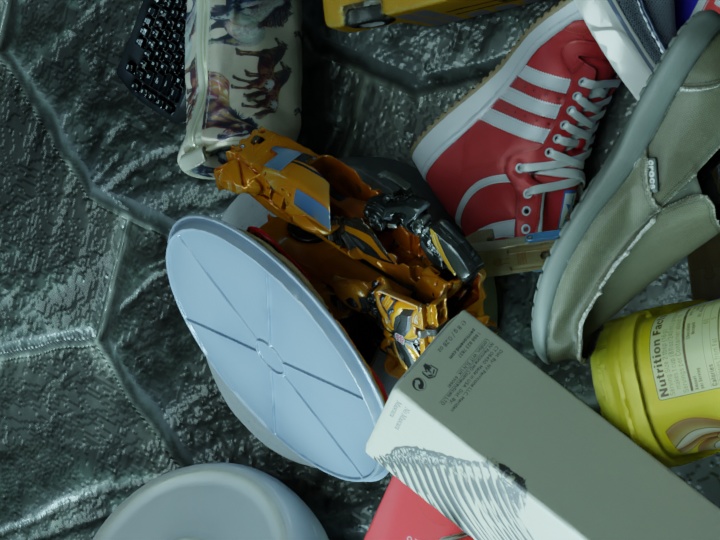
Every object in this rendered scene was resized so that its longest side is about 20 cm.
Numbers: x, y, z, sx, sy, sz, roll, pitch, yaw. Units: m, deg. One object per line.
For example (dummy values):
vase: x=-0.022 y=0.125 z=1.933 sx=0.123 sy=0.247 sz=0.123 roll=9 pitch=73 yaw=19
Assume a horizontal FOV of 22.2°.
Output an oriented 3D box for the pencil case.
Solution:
pencil case: x=-0.081 y=-0.158 z=1.194 sx=0.077 sy=0.089 sz=0.202 roll=-13 pitch=73 yaw=50

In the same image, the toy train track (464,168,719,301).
toy train track: x=0.155 y=-0.027 z=1.063 sx=0.198 sy=0.115 sz=0.033 roll=-8 pitch=45 yaw=9

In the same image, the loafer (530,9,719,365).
loafer: x=0.152 y=-0.031 z=0.938 sx=0.069 sy=0.075 sz=0.201 roll=31 pitch=107 yaw=12

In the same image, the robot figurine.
robot figurine: x=0.000 y=0.000 z=1.095 sx=0.199 sy=0.058 sz=0.146 roll=33 pitch=146 yaw=35

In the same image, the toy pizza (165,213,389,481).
toy pizza: x=-0.045 y=0.044 z=1.121 sx=0.200 sy=0.032 sz=0.201 roll=39 pitch=153 yaw=24

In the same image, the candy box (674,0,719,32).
candy box: x=0.264 y=-0.163 z=0.992 sx=0.169 sy=0.077 sz=0.201 roll=43 pitch=116 yaw=27

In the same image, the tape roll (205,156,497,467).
tape roll: x=-0.011 y=0.026 z=1.206 sx=0.199 sy=0.066 sz=0.203 roll=4 pitch=97 yaw=35

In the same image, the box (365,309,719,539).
box: x=0.104 y=0.119 z=0.974 sx=0.199 sy=0.068 sz=0.082 roll=38 pitch=148 yaw=11

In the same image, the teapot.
teapot: x=-0.086 y=0.236 z=1.234 sx=0.197 sy=0.146 sz=0.200 roll=-41 pitch=47 yaw=-4

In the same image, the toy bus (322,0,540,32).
toy bus: x=0.071 y=-0.194 z=1.121 sx=0.198 sy=0.078 sz=0.066 roll=-9 pitch=87 yaw=35

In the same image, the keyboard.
keyboard: x=-0.129 y=-0.211 z=1.283 sx=0.104 sy=0.039 sz=0.201 roll=34 pitch=111 yaw=27

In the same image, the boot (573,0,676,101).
boot: x=0.152 y=-0.179 z=0.992 sx=0.090 sy=0.073 sz=0.201 roll=-30 pitch=81 yaw=16

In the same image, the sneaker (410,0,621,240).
sneaker: x=0.123 y=-0.083 z=1.100 sx=0.200 sy=0.071 sz=0.113 roll=-43 pitch=67 yaw=36

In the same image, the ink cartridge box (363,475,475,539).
ink cartridge box: x=0.056 y=0.170 z=1.090 sx=0.067 sy=0.199 sz=0.117 roll=34 pitch=112 yaw=28

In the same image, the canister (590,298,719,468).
canister: x=0.244 y=0.043 z=0.983 sx=0.199 sy=0.148 sz=0.088 roll=-16 pitch=84 yaw=33
